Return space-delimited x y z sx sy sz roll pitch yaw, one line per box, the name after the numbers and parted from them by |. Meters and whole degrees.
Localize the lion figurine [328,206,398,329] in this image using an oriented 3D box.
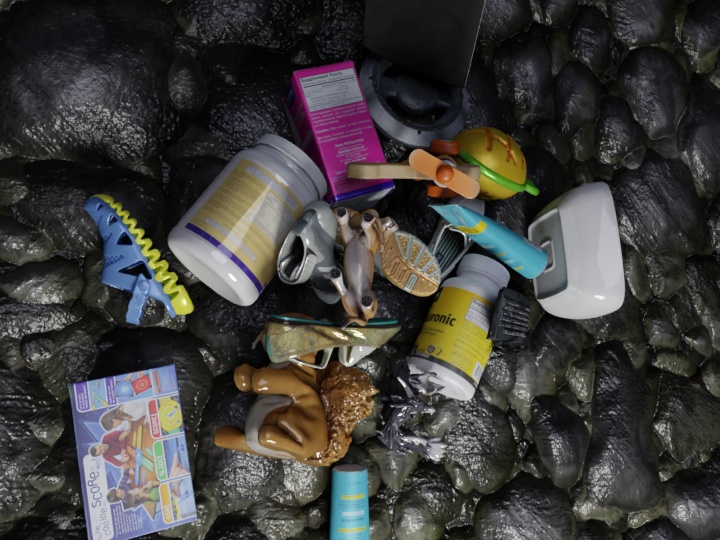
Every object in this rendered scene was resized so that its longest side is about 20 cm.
0.000 0.000 0.777 0.071 0.123 0.204 5 64 11 | lion figurine

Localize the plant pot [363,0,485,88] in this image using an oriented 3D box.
0.097 -0.437 0.949 0.173 0.202 0.203 6 57 2 | plant pot

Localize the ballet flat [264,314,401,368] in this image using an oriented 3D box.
-0.034 0.092 0.781 0.197 0.070 0.072 4 77 -34 | ballet flat

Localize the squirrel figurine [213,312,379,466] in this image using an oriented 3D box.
-0.078 0.162 0.835 0.197 0.141 0.190 23 62 -27 | squirrel figurine

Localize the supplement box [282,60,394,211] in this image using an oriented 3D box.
-0.036 -0.195 0.917 0.101 0.101 0.204 -15 84 -19 | supplement box

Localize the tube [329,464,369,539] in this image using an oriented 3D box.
-0.015 0.380 0.845 0.076 0.050 0.205 1 84 -10 | tube

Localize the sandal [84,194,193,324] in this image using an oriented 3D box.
-0.311 -0.009 0.807 0.086 0.079 0.202 -35 90 -16 | sandal

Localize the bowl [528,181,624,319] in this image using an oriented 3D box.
0.328 -0.027 0.957 0.073 0.200 0.205 -2 81 -7 | bowl

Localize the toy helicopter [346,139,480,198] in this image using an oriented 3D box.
0.077 -0.134 0.832 0.196 0.132 0.081 -4 108 -21 | toy helicopter

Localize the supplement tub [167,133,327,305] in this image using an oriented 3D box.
-0.150 -0.071 0.833 0.145 0.145 0.201 38 71 -7 | supplement tub

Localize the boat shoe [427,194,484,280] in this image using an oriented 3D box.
0.155 -0.053 0.969 0.073 0.067 0.202 33 71 -9 | boat shoe

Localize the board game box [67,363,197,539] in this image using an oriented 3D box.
-0.293 0.235 0.784 0.132 0.034 0.205 -8 82 -18 | board game box

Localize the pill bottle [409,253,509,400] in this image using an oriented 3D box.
0.155 0.082 0.920 0.110 0.111 0.203 31 71 -10 | pill bottle

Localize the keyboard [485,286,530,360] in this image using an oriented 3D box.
0.238 0.088 0.916 0.039 0.199 0.106 15 90 28 | keyboard

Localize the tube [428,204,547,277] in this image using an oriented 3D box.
0.196 -0.054 0.908 0.198 0.077 0.051 28 79 -24 | tube

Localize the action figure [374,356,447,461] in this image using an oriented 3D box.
0.070 0.191 0.820 0.100 0.201 0.121 8 68 0 | action figure

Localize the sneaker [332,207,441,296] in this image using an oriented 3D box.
0.032 -0.030 0.910 0.198 0.088 0.076 32 83 -3 | sneaker

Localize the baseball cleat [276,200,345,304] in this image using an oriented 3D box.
-0.071 -0.004 0.826 0.069 0.202 0.107 26 56 25 | baseball cleat

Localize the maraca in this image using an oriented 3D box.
0.213 -0.166 0.970 0.198 0.108 0.138 6 37 -47 | maraca

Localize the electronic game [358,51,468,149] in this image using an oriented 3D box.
0.090 -0.295 1.008 0.196 0.042 0.205 6 70 -16 | electronic game
